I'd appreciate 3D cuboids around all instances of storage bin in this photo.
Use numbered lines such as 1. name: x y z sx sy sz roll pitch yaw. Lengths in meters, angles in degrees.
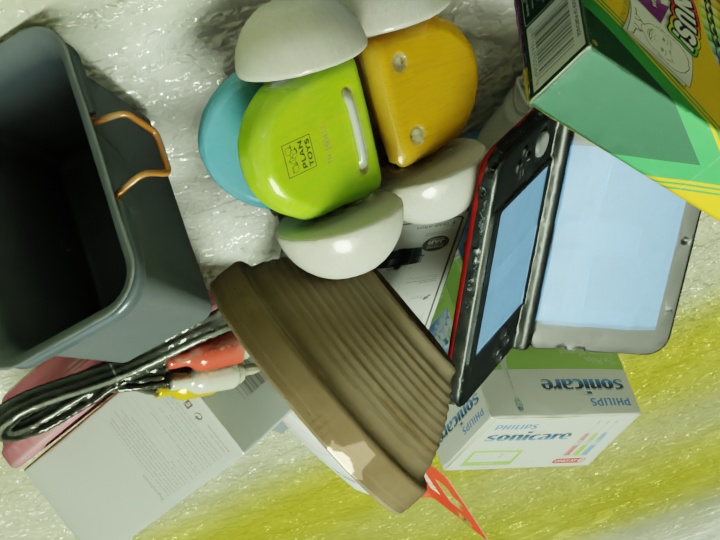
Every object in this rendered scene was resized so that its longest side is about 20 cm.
1. storage bin: -0.173 -0.039 1.105 0.145 0.201 0.134 -28 159 19

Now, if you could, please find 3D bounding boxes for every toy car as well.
1. toy car: -0.021 -0.102 1.117 0.200 0.149 0.176 -33 118 -40

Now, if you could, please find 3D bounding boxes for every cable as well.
1. cable: -0.151 0.077 1.179 0.199 0.050 0.097 -21 164 -35

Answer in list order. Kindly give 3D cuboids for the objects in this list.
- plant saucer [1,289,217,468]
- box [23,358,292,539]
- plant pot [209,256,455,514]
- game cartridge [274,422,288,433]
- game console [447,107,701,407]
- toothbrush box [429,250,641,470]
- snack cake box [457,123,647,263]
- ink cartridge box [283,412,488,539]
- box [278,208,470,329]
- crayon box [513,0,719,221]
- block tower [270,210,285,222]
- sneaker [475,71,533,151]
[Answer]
1. plant saucer: -0.199 0.070 1.312 0.200 0.051 0.201 -39 -179 1
2. box: -0.150 0.124 1.363 0.200 0.098 0.124 -38 -179 35
3. plant pot: -0.003 0.056 1.145 0.093 0.201 0.201 -41 147 2
4. game cartridge: -0.039 0.074 1.498 0.199 0.041 0.133 -30 151 18
5. game console: 0.151 -0.006 1.189 0.172 0.118 0.201 -43 146 -53
6. toothbrush box: 0.115 0.052 1.382 0.145 0.201 0.086 1 144 -31
7. snack cake box: 0.160 -0.075 1.287 0.199 0.115 0.067 -29 147 16
8. ink cartridge box: 0.005 0.156 1.432 0.057 0.200 0.163 -44 149 -7
9. box: 0.000 0.000 1.269 0.116 0.060 0.200 -9 147 -15
10. crayon box: 0.175 -0.144 1.059 0.172 0.201 0.058 27 130 -26
11. block tower: -0.024 -0.039 1.305 0.058 0.054 0.200 -23 148 10
12. sneaker: 0.147 -0.146 1.220 0.200 0.075 0.081 -43 135 22
